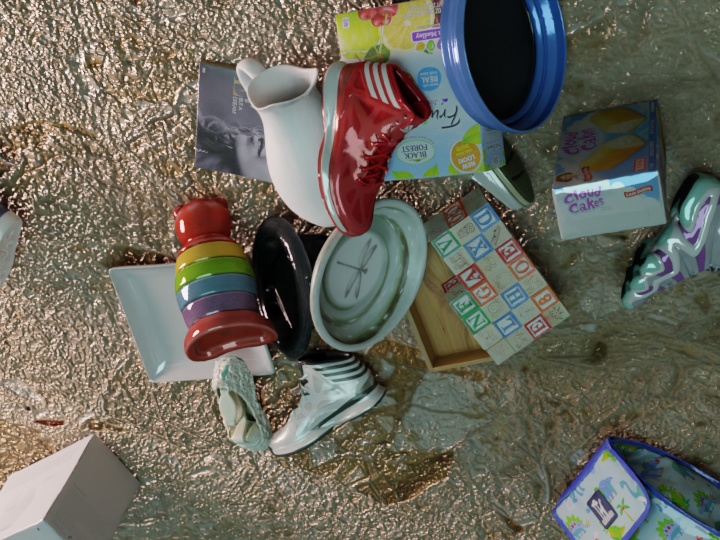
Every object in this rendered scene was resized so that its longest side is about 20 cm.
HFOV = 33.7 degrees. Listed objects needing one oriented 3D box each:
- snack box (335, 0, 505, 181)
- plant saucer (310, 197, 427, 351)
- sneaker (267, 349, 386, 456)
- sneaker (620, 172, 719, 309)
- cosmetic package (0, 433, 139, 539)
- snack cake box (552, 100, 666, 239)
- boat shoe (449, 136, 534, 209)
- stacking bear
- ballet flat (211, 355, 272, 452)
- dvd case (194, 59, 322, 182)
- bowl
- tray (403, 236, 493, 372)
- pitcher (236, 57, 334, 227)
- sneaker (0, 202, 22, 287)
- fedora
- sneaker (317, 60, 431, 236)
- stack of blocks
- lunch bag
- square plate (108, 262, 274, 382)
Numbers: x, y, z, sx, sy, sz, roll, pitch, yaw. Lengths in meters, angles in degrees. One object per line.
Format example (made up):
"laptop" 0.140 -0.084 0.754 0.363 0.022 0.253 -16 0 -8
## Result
"snack box" 0.069 -0.207 1.364 0.169 0.068 0.200 -3 101 31
"plant saucer" 0.000 0.000 1.471 0.050 0.200 0.200 25 130 38
"sneaker" -0.072 0.178 1.696 0.200 0.076 0.115 -33 100 20
"sneaker" 0.417 -0.008 1.450 0.140 0.078 0.200 27 123 -2
"cosmetic package" -0.478 0.387 1.834 0.199 0.200 0.123 -27 114 26
"snack cake box" 0.284 -0.117 1.343 0.115 0.200 0.067 -8 118 18
"boat shoe" 0.129 -0.147 1.443 0.068 0.075 0.200 -38 95 31
"stacking bear" -0.193 0.000 1.552 0.121 0.200 0.114 -15 159 2
"ballet flat" -0.177 0.208 1.713 0.072 0.072 0.200 -2 132 15
"dvd case" -0.112 -0.179 1.511 0.200 0.016 0.149 12 122 6
"bowl" 0.157 -0.250 1.303 0.039 0.201 0.201 1 124 41
"tray" 0.108 0.037 1.578 0.099 0.037 0.200 -13 116 21
"pitcher" -0.073 -0.161 1.441 0.121 0.172 0.200 -36 129 -11
"sneaker" -0.567 -0.044 1.674 0.146 0.081 0.200 33 126 2
"fedora" -0.071 0.017 1.558 0.092 0.201 0.201 -12 125 -24
"sneaker" 0.018 -0.135 1.328 0.115 0.078 0.200 3 105 34
"stack of blocks" 0.161 0.008 1.500 0.115 0.059 0.200 -35 115 8
"lunch bag" 0.387 0.337 1.647 0.200 0.127 0.170 33 126 8
"square plate" -0.235 0.067 1.684 0.200 0.028 0.198 -5 120 17
